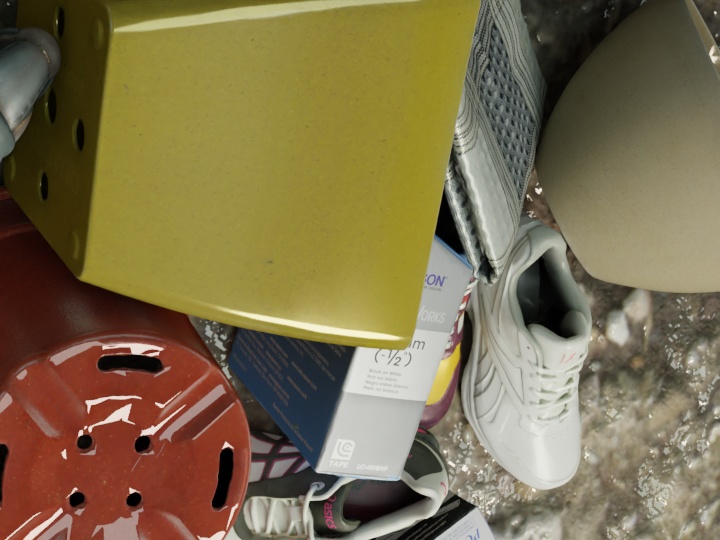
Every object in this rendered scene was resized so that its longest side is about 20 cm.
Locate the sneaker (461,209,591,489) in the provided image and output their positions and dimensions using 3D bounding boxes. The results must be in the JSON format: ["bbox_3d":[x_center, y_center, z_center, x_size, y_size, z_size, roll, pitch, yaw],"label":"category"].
[{"bbox_3d":[0.114,0.058,1.065,0.077,0.099,0.202,-20,107,-21],"label":"sneaker"}]

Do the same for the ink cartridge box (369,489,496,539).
[{"bbox_3d":[-0.015,0.211,1.034,0.199,0.094,0.044,-35,112,-16],"label":"ink cartridge box"}]

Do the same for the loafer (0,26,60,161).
[{"bbox_3d":[-0.201,-0.089,0.835,0.063,0.200,0.072,-45,112,-17],"label":"loafer"}]

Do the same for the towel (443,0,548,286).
[{"bbox_3d":[0.073,-0.128,0.964,0.193,0.034,0.201,-69,146,-45],"label":"towel"}]

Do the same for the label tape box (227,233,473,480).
[{"bbox_3d":[0.000,0.000,0.952,0.066,0.143,0.202,11,107,-31],"label":"label tape box"}]

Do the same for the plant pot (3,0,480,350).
[{"bbox_3d":[-0.078,-0.085,0.838,0.175,0.200,0.202,-2,115,-30],"label":"plant pot"}]

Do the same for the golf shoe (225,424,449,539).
[{"bbox_3d":[-0.043,0.137,0.996,0.198,0.088,0.078,-12,100,-3],"label":"golf shoe"}]

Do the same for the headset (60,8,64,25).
[{"bbox_3d":[-0.247,-0.174,0.870,0.198,0.094,0.125,21,88,-5],"label":"headset"}]

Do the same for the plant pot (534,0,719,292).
[{"bbox_3d":[0.191,-0.066,1.049,0.134,0.201,0.201,-26,114,17],"label":"plant pot"}]

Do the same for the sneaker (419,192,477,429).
[{"bbox_3d":[0.038,0.011,1.025,0.074,0.090,0.202,-11,103,-23],"label":"sneaker"}]

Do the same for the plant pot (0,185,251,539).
[{"bbox_3d":[-0.158,0.074,0.873,0.199,0.195,0.203,-8,109,-23],"label":"plant pot"}]
